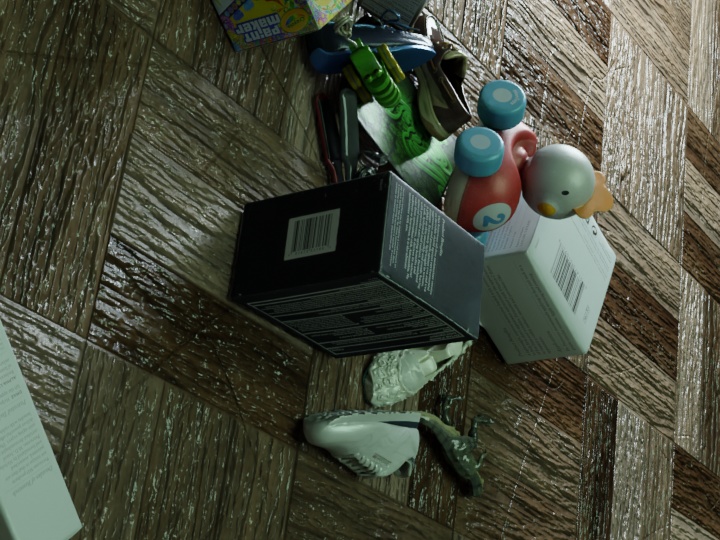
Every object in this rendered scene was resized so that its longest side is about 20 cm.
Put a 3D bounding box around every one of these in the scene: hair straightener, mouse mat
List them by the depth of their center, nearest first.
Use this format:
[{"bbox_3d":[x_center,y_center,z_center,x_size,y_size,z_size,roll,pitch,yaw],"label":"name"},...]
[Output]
[{"bbox_3d":[-0.006,-0.116,1.660,0.041,0.077,0.201,2,81,-57],"label":"hair straightener"},{"bbox_3d":[0.054,-0.185,1.780,0.200,0.008,0.161,52,36,-20],"label":"mouse mat"}]

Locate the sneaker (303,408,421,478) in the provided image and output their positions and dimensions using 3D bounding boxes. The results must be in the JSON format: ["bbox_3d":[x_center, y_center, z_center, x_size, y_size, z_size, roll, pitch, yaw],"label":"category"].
[{"bbox_3d":[0.007,0.199,1.614,0.200,0.076,0.081,10,83,-53],"label":"sneaker"}]

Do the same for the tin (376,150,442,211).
[{"bbox_3d":[0.056,-0.053,1.771,0.112,0.042,0.201,36,54,-51],"label":"tin"}]

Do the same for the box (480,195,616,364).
[{"bbox_3d":[0.238,-0.012,1.941,0.199,0.130,0.200,56,41,-31],"label":"box"}]

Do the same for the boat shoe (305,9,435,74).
[{"bbox_3d":[0.016,-0.283,1.720,0.200,0.084,0.069,-4,66,-51],"label":"boat shoe"}]

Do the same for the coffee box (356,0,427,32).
[{"bbox_3d":[0.080,-0.406,1.742,0.079,0.200,0.115,30,50,-2],"label":"coffee box"}]

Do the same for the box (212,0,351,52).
[{"bbox_3d":[-0.085,-0.380,1.570,0.200,0.122,0.193,-52,125,-47],"label":"box"}]

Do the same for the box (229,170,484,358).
[{"bbox_3d":[0.000,0.000,1.536,0.198,0.199,0.124,35,54,-47],"label":"box"}]

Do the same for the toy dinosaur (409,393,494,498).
[{"bbox_3d":[0.122,0.209,1.800,0.200,0.047,0.088,50,51,-32],"label":"toy dinosaur"}]

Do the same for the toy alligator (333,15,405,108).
[{"bbox_3d":[0.014,-0.232,1.654,0.054,0.059,0.200,62,7,22],"label":"toy alligator"}]

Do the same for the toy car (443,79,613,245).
[{"bbox_3d":[0.220,-0.107,1.787,0.185,0.199,0.177,95,18,-50],"label":"toy car"}]

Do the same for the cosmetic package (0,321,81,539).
[{"bbox_3d":[-0.312,0.138,1.138,0.074,0.101,0.201,-37,114,-51],"label":"cosmetic package"}]

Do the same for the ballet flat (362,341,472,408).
[{"bbox_3d":[0.076,0.107,1.738,0.200,0.071,0.072,-32,108,-53],"label":"ballet flat"}]

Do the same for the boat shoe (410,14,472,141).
[{"bbox_3d":[0.110,-0.262,1.837,0.072,0.072,0.201,35,38,-41],"label":"boat shoe"}]
